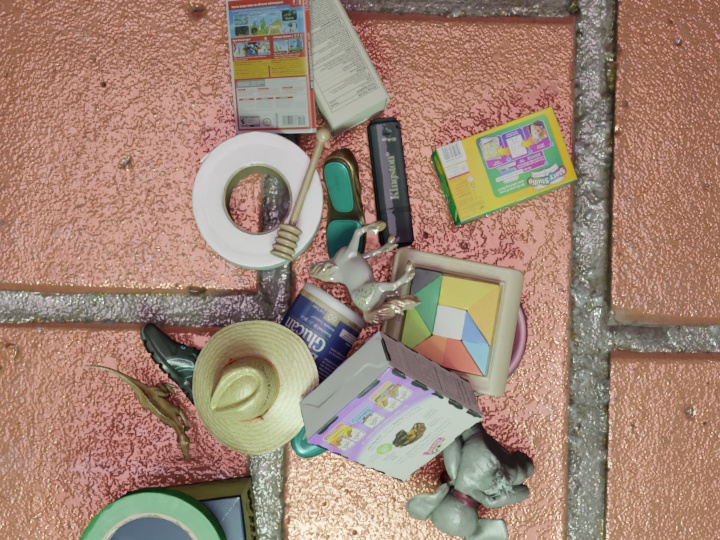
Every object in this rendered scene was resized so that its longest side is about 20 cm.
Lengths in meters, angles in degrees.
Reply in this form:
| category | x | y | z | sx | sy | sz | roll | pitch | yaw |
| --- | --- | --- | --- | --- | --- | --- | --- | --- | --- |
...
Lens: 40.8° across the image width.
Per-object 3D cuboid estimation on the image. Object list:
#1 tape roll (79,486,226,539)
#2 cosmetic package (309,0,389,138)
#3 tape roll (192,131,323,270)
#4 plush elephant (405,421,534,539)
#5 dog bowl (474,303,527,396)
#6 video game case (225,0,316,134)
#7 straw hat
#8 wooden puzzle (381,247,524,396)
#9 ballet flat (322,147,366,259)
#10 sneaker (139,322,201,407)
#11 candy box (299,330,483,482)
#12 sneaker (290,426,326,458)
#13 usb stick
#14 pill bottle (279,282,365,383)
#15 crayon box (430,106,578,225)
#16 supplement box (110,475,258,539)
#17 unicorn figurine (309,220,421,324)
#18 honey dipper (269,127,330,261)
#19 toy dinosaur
| category | x | y | z | sx | sy | sz | roll | pitch | yaw |
| --- | --- | --- | --- | --- | --- | --- | --- | --- | --- |
| tape roll | -0.266 | 0.384 | 1.238 | 0.196 | 0.048 | 0.205 | 0 | 86 | -2 |
| cosmetic package | -0.046 | -0.320 | 1.473 | 0.102 | 0.087 | 0.203 | -26 | 87 | -4 |
| tape roll | -0.154 | -0.104 | 1.464 | 0.198 | 0.071 | 0.207 | 0 | 87 | -2 |
| plush elephant | 0.157 | 0.320 | 1.413 | 0.164 | 0.200 | 0.155 | 40 | 104 | -7 |
| dog bowl | 0.164 | 0.092 | 1.463 | 0.196 | 0.074 | 0.205 | 0 | 87 | -3 |
| video game case | -0.134 | -0.308 | 1.445 | 0.141 | 0.017 | 0.204 | 4 | 104 | 29 |
| straw hat | -0.163 | 0.165 | 1.343 | 0.197 | 0.085 | 0.206 | 1 | 92 | 15 |
| wooden puzzle | 0.132 | 0.074 | 1.408 | 0.196 | 0.037 | 0.189 | 11 | 86 | -2 |
| ballet flat | -0.020 | -0.094 | 1.457 | 0.066 | 0.073 | 0.203 | 3 | 123 | 17 |
| sneaker | -0.249 | 0.147 | 1.451 | 0.079 | 0.075 | 0.200 | -43 | 98 | -14 |
| candy box | 0.043 | 0.194 | 1.343 | 0.199 | 0.072 | 0.167 | 30 | 117 | -37 |
| sneaker | -0.020 | 0.211 | 1.444 | 0.198 | 0.080 | 0.078 | -32 | 88 | -3 |
| usb stick | 0.046 | -0.134 | 1.493 | 0.054 | 0.033 | 0.205 | -6 | 86 | -2 |
| pill bottle | -0.087 | 0.130 | 1.430 | 0.110 | 0.111 | 0.202 | 32 | 86 | 0 |
| crayon box | 0.221 | -0.159 | 1.489 | 0.196 | 0.058 | 0.121 | -20 | 88 | -4 |
| supplement box | -0.248 | 0.382 | 1.363 | 0.196 | 0.200 | 0.137 | -7 | 87 | -3 |
| unicorn figurine | 0.000 | 0.000 | 1.391 | 0.136 | 0.201 | 0.074 | -36 | 130 | 5 |
| honey dipper | -0.085 | -0.115 | 1.418 | 0.037 | 0.038 | 0.204 | 18 | 82 | -1 |
| toy dinosaur | -0.306 | 0.188 | 1.422 | 0.200 | 0.101 | 0.058 | 44 | 86 | 1 |
